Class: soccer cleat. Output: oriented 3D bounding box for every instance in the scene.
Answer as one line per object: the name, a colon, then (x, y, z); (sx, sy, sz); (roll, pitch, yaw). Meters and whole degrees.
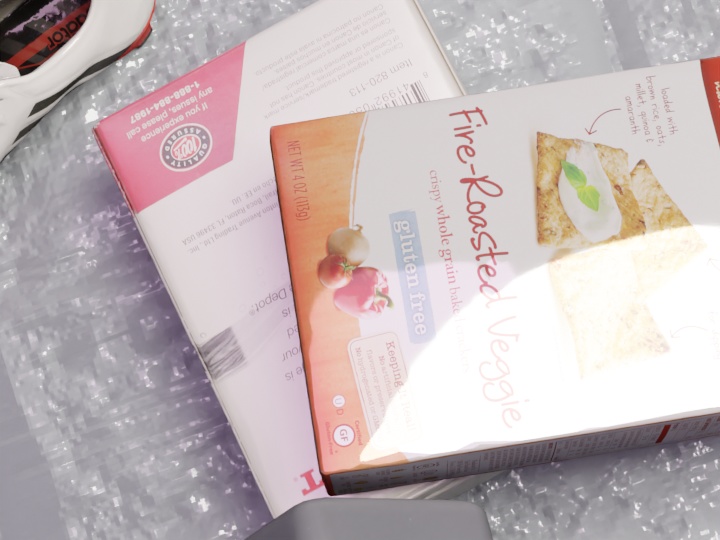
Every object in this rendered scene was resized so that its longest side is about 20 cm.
soccer cleat: (-0.173, -0.074, 0.961); (0.200, 0.085, 0.069); (-41, 75, 2)

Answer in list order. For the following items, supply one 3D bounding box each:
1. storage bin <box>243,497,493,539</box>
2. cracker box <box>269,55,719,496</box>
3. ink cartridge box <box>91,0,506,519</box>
storage bin: (-0.005, 0.172, 0.838); (0.145, 0.200, 0.135); (5, 65, -30)
cracker box: (0.074, 0.001, 0.827); (0.199, 0.058, 0.134); (-9, 76, -1)
ink cartridge box: (0.000, 0.000, 0.912); (0.146, 0.083, 0.200); (-27, 76, 5)
